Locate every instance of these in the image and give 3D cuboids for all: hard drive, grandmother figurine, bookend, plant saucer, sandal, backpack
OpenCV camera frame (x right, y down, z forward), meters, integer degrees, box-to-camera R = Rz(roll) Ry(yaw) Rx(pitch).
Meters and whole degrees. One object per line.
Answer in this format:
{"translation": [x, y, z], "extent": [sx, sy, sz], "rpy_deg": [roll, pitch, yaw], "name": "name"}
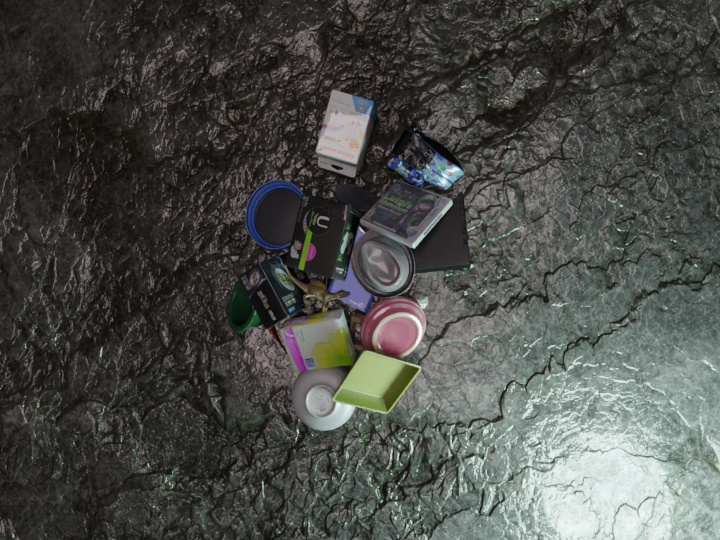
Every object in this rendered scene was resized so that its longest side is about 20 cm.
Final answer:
{"translation": [0.000, 0.000, 1.550], "extent": [0.130, 0.025, 0.204], "rpy_deg": [24, 93, 4], "name": "hard drive"}
{"translation": [0.106, 0.122, 1.573], "extent": [0.197, 0.061, 0.123], "rpy_deg": [-27, 110, 2], "name": "grandmother figurine"}
{"translation": [0.206, -0.100, 1.539], "extent": [0.195, 0.092, 0.204], "rpy_deg": [-7, 82, 13], "name": "bookend"}
{"translation": [0.098, 0.173, 1.528], "extent": [0.196, 0.051, 0.205], "rpy_deg": [-8, 119, -14], "name": "plant saucer"}
{"translation": [0.019, -0.191, 1.572], "extent": [0.196, 0.043, 0.078], "rpy_deg": [18, 69, -4], "name": "sandal"}
{"translation": [0.041, 0.304, 1.531], "extent": [0.196, 0.048, 0.202], "rpy_deg": [19, 118, -26], "name": "plant saucer"}
{"translation": [0.184, -0.296, 1.500], "extent": [0.198, 0.183, 0.136], "rpy_deg": [33, 102, -9], "name": "backpack"}

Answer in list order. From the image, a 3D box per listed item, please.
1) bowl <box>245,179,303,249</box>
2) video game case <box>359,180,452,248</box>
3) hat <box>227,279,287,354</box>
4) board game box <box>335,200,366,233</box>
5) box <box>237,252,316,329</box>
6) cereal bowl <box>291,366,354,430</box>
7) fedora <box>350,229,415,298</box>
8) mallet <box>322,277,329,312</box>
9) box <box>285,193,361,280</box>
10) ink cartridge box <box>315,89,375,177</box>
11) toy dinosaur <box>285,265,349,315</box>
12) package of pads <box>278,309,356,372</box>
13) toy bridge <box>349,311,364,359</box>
{"translation": [-0.240, -0.161, 1.582], "extent": [0.196, 0.039, 0.206], "rpy_deg": [-2, 82, 14], "name": "bowl"}
{"translation": [0.124, -0.161, 1.489], "extent": [0.198, 0.024, 0.182], "rpy_deg": [26, 63, 37], "name": "video game case"}
{"translation": [-0.283, 0.125, 1.615], "extent": [0.174, 0.164, 0.205], "rpy_deg": [19, 86, -41], "name": "hat"}
{"translation": [-0.053, -0.078, 1.586], "extent": [0.153, 0.040, 0.200], "rpy_deg": [-43, 88, 5], "name": "board game box"}
{"translation": [-0.225, 0.050, 1.518], "extent": [0.085, 0.199, 0.166], "rpy_deg": [-29, 88, 23], "name": "box"}
{"translation": [-0.109, 0.372, 1.581], "extent": [0.195, 0.083, 0.206], "rpy_deg": [0, 91, 4], "name": "cereal bowl"}
{"translation": [0.055, -0.022, 1.471], "extent": [0.175, 0.090, 0.202], "rpy_deg": [-34, 81, 9], "name": "fedora"}
{"translation": [-0.096, 0.099, 1.598], "extent": [0.064, 0.041, 0.205], "rpy_deg": [11, 89, 6], "name": "mallet"}
{"translation": [-0.100, -0.089, 1.495], "extent": [0.145, 0.124, 0.205], "rpy_deg": [14, 89, 16], "name": "box"}
{"translation": [-0.042, -0.380, 1.535], "extent": [0.126, 0.125, 0.205], "rpy_deg": [16, 92, 4], "name": "ink cartridge box"}
{"translation": [-0.133, 0.065, 1.507], "extent": [0.196, 0.103, 0.059], "rpy_deg": [21, 137, -10], "name": "toy dinosaur"}
{"translation": [-0.122, 0.200, 1.547], "extent": [0.195, 0.068, 0.158], "rpy_deg": [-10, 110, 16], "name": "package of pads"}
{"translation": [-0.011, 0.217, 1.577], "extent": [0.066, 0.027, 0.205], "rpy_deg": [8, 110, 42], "name": "toy bridge"}
